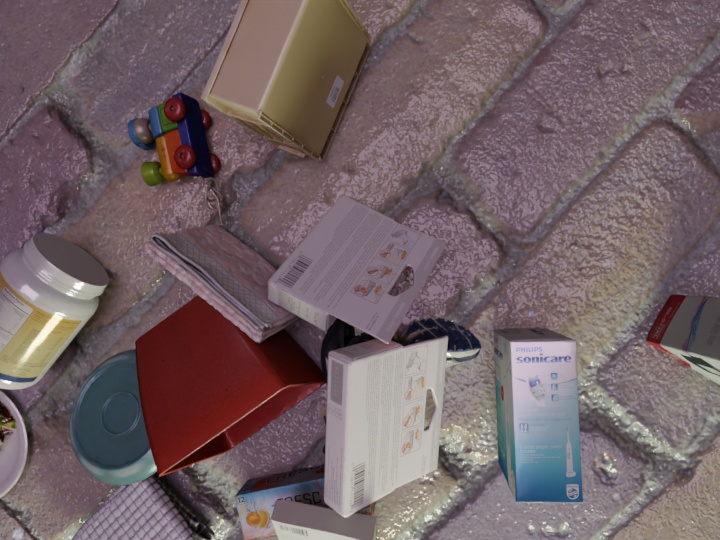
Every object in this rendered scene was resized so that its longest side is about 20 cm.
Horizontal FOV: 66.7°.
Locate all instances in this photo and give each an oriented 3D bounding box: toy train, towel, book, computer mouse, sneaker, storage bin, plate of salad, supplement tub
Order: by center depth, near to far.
[{"bbox_3d":[-0.044,0.382,0.751,0.132,0.201,0.048,8,46,9],"label":"book"},{"bbox_3d":[-0.086,-0.278,0.752,0.093,0.198,0.202,24,92,22],"label":"storage bin"},{"bbox_3d":[-0.171,0.007,0.759,0.199,0.191,0.032,38,104,5],"label":"towel"},{"bbox_3d":[-0.039,0.164,0.771,0.046,0.140,0.202,-5,89,14],"label":"computer mouse"},{"bbox_3d":[0.077,0.128,0.796,0.198,0.077,0.086,-5,123,-9],"label":"sneaker"},{"bbox_3d":[-0.489,0.059,0.815,0.144,0.144,0.200,41,93,5],"label":"supplement tub"},{"bbox_3d":[-0.337,0.422,0.827,0.165,0.086,0.200,43,89,12],"label":"towel"},{"bbox_3d":[-0.280,-0.153,0.830,0.115,0.085,0.202,-13,88,16],"label":"toy train"},{"bbox_3d":[-0.632,0.280,0.877,0.198,0.048,0.202,0,89,7],"label":"plate of salad"}]

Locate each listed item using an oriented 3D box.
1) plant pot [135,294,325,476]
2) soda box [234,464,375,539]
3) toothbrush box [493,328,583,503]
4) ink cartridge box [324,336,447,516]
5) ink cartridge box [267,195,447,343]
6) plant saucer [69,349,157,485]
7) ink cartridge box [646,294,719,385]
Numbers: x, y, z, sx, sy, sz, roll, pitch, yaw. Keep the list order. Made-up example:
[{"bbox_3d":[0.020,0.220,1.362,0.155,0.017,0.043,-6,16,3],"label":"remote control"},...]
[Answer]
[{"bbox_3d":[-0.192,0.138,0.769,0.199,0.200,0.177,-35,75,5],"label":"plant pot"},{"bbox_3d":[-0.079,0.335,0.810,0.198,0.064,0.069,-13,88,5],"label":"soda box"},{"bbox_3d":[0.233,0.184,0.736,0.084,0.146,0.202,-1,90,6],"label":"toothbrush box"},{"bbox_3d":[0.035,0.189,0.712,0.045,0.175,0.202,14,106,46],"label":"ink cartridge box"},{"bbox_3d":[0.000,0.000,0.746,0.175,0.045,0.200,26,52,13],"label":"ink cartridge box"},{"bbox_3d":[-0.357,0.217,0.827,0.198,0.027,0.202,-4,71,11],"label":"plant saucer"},{"bbox_3d":[0.479,0.102,0.683,0.145,0.200,0.083,31,92,6],"label":"ink cartridge box"}]
